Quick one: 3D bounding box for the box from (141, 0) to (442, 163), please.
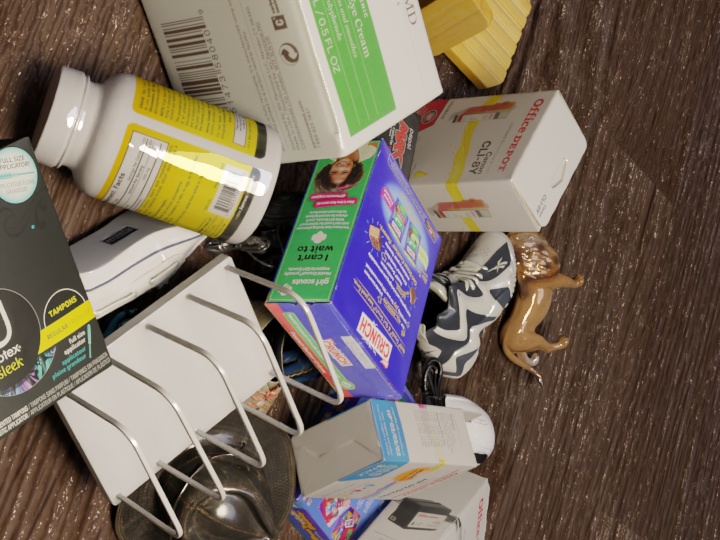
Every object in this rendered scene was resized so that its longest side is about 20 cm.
[{"bbox_3d":[-0.065,-0.220,1.211,0.171,0.200,0.199,-38,118,-44],"label":"box"}]

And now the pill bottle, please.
[{"bbox_3d":[-0.179,-0.104,1.111,0.200,0.112,0.113,19,75,-20],"label":"pill bottle"}]

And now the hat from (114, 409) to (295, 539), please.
[{"bbox_3d":[-0.126,0.225,1.205,0.200,0.081,0.201,-15,118,-30],"label":"hat"}]

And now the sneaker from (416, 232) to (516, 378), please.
[{"bbox_3d":[0.113,0.015,1.516,0.199,0.079,0.130,-59,141,-16],"label":"sneaker"}]

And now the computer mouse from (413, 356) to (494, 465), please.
[{"bbox_3d":[0.122,0.179,1.523,0.200,0.044,0.110,38,38,-58],"label":"computer mouse"}]

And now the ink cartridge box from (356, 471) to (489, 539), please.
[{"bbox_3d":[0.060,0.327,1.419,0.200,0.084,0.145,-40,140,-48],"label":"ink cartridge box"}]

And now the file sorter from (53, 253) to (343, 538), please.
[{"bbox_3d":[-0.135,0.108,1.090,0.200,0.124,0.139,-38,126,-27],"label":"file sorter"}]

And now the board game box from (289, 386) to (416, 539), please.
[{"bbox_3d":[-0.004,0.212,1.414,0.200,0.045,0.135,-56,130,-32],"label":"board game box"}]

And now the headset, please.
[{"bbox_3d":[-0.085,-0.020,1.277,0.200,0.094,0.124,9,80,-79],"label":"headset"}]

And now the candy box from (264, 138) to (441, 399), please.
[{"bbox_3d":[0.000,0.000,1.253,0.169,0.077,0.200,56,39,-44],"label":"candy box"}]

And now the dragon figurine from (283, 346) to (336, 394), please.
[{"bbox_3d":[-0.035,0.092,1.333,0.200,0.099,0.059,-35,116,-43],"label":"dragon figurine"}]

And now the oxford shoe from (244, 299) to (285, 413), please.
[{"bbox_3d":[-0.118,0.126,1.255,0.070,0.075,0.201,10,87,-51],"label":"oxford shoe"}]

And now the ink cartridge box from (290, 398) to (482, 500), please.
[{"bbox_3d":[0.039,0.190,1.329,0.200,0.115,0.068,12,56,-49],"label":"ink cartridge box"}]

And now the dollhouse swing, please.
[{"bbox_3d":[0.169,-0.340,1.514,0.176,0.182,0.200,32,65,-23],"label":"dollhouse swing"}]

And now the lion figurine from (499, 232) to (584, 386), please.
[{"bbox_3d":[0.219,0.047,1.650,0.122,0.072,0.201,12,87,-41],"label":"lion figurine"}]

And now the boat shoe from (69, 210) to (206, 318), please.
[{"bbox_3d":[-0.202,-0.012,1.170,0.200,0.073,0.066,-30,129,-41],"label":"boat shoe"}]

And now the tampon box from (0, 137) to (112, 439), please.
[{"bbox_3d":[-0.313,0.016,0.988,0.150,0.126,0.200,-37,118,-43],"label":"tampon box"}]

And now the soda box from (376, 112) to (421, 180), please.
[{"bbox_3d":[0.007,-0.088,1.403,0.071,0.063,0.201,23,74,-47],"label":"soda box"}]

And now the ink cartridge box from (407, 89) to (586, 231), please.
[{"bbox_3d":[0.134,-0.123,1.443,0.083,0.200,0.145,53,54,-36],"label":"ink cartridge box"}]

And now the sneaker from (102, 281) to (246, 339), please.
[{"bbox_3d":[-0.179,0.060,1.156,0.200,0.073,0.082,-46,146,-29],"label":"sneaker"}]
